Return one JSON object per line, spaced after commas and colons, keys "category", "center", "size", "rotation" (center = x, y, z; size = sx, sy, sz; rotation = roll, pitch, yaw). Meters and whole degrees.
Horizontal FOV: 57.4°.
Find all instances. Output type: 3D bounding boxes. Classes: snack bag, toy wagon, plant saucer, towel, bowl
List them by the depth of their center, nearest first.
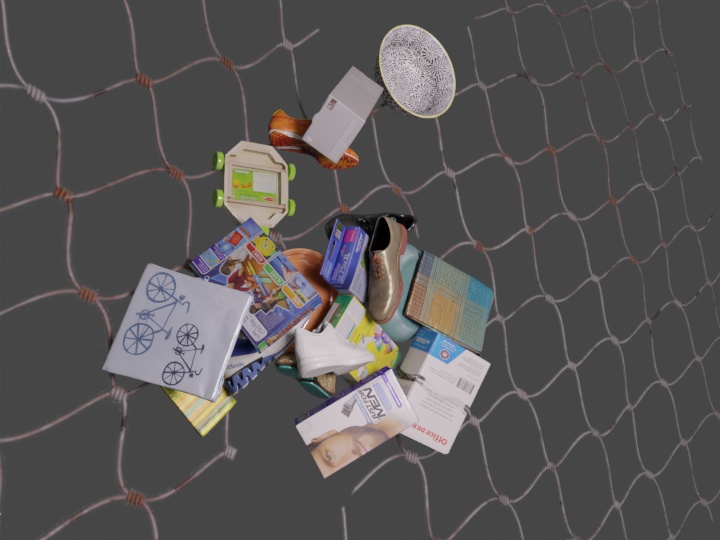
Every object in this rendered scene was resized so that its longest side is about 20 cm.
{"category": "snack bag", "center": [-0.285, 0.095, 1.046], "size": [0.198, 0.021, 0.190], "rotation": [14, 69, 7]}
{"category": "towel", "center": [-0.296, 0.174, 1.098], "size": [0.086, 0.018, 0.201], "rotation": [-44, 105, -36]}
{"category": "toy wagon", "center": [-0.195, -0.133, 1.203], "size": [0.154, 0.039, 0.202], "rotation": [5, 80, -32]}
{"category": "plant saucer", "center": [-0.113, 0.061, 1.223], "size": [0.199, 0.037, 0.202], "rotation": [6, 79, -31]}
{"category": "plant saucer", "center": [0.099, 0.044, 1.325], "size": [0.199, 0.036, 0.202], "rotation": [-1, 91, -51]}
{"category": "towel", "center": [0.183, 0.065, 1.336], "size": [0.199, 0.022, 0.148], "rotation": [28, 67, -24]}
{"category": "bowl", "center": [0.097, -0.408, 1.407], "size": [0.199, 0.094, 0.203], "rotation": [7, 78, -32]}

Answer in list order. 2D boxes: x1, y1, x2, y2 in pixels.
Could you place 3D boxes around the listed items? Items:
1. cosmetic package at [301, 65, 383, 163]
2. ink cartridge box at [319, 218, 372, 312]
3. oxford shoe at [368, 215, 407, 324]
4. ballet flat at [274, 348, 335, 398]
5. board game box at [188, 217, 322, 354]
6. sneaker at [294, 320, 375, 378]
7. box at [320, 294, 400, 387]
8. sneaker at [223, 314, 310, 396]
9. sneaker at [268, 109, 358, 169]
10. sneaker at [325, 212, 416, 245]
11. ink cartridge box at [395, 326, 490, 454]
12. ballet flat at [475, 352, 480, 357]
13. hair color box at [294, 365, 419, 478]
{"category": "cosmetic package", "center": [-0.030, -0.298, 1.243], "size": [0.090, 0.107, 0.201], "rotation": [33, 35, -11]}
{"category": "ink cartridge box", "center": [0.000, 0.000, 1.256], "size": [0.200, 0.042, 0.120], "rotation": [42, 58, -48]}
{"category": "oxford shoe", "center": [0.036, -0.003, 1.218], "size": [0.075, 0.070, 0.202], "rotation": [31, 60, -53]}
{"category": "ballet flat", "center": [-0.094, 0.169, 1.157], "size": [0.200, 0.070, 0.066], "rotation": [59, 41, -61]}
{"category": "board game box", "center": [-0.176, 0.021, 1.098], "size": [0.135, 0.035, 0.200], "rotation": [-37, 67, -13]}
{"category": "sneaker", "center": [-0.043, 0.129, 1.121], "size": [0.200, 0.075, 0.089], "rotation": [14, 51, -60]}
{"category": "box", "center": [-0.001, 0.150, 1.248], "size": [0.200, 0.048, 0.118], "rotation": [50, 60, -34]}
{"category": "sneaker", "center": [-0.185, 0.108, 1.115], "size": [0.199, 0.081, 0.115], "rotation": [-43, 96, 3]}
{"category": "sneaker", "center": [-0.084, -0.255, 1.279], "size": [0.199, 0.073, 0.078], "rotation": [21, 61, -31]}
{"category": "sneaker", "center": [0.023, -0.090, 1.309], "size": [0.198, 0.079, 0.076], "rotation": [-5, 75, -33]}
{"category": "ink cartridge box", "center": [0.144, 0.237, 1.302], "size": [0.145, 0.084, 0.201], "rotation": [31, 83, -24]}
{"category": "ballet flat", "center": [0.213, 0.104, 1.403], "size": [0.067, 0.072, 0.202], "rotation": [-14, 89, -45]}
{"category": "hair color box", "center": [-0.007, 0.271, 1.188], "size": [0.199, 0.065, 0.110], "rotation": [-30, 92, -6]}
